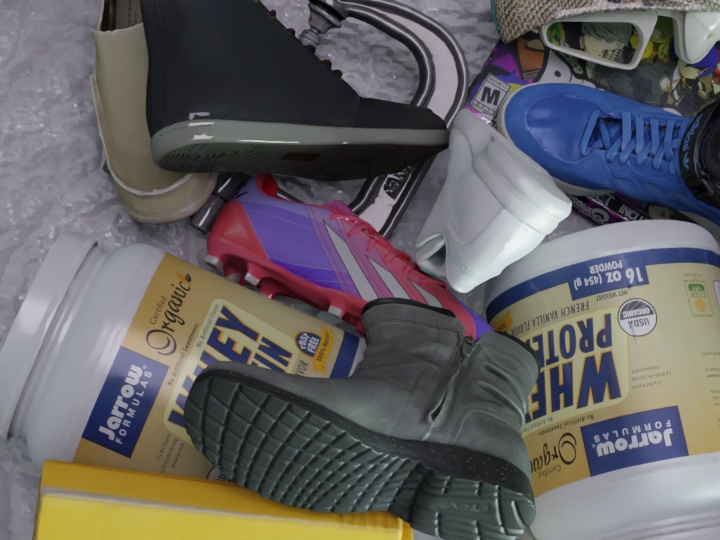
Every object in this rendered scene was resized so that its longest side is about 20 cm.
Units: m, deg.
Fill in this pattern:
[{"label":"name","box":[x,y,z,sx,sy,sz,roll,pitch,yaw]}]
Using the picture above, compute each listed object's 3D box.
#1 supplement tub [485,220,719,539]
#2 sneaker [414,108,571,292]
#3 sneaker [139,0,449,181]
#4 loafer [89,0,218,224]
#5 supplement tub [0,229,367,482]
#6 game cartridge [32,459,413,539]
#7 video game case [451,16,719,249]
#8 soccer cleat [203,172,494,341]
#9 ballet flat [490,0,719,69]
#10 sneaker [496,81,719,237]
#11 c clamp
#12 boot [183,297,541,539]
[{"label":"supplement tub","box":[0.159,0.085,1.171,0.144,0.144,0.200,-7,73,-13]},{"label":"sneaker","box":[0.064,-0.036,1.156,0.075,0.200,0.089,37,99,-5]},{"label":"sneaker","box":[-0.035,-0.115,1.183,0.200,0.075,0.106,1,74,-35]},{"label":"loafer","box":[-0.131,-0.122,1.212,0.076,0.068,0.200,-14,63,12]},{"label":"supplement tub","box":[-0.101,0.072,1.133,0.200,0.144,0.145,23,69,-3]},{"label":"game cartridge","box":[-0.082,0.176,1.091,0.200,0.176,0.032,7,44,-10]},{"label":"video game case","box":[0.183,-0.113,1.306,0.200,0.036,0.181,32,70,1]},{"label":"soccer cleat","box":[0.000,0.000,1.174,0.200,0.067,0.077,21,74,25]},{"label":"ballet flat","box":[0.181,-0.166,1.277,0.200,0.068,0.075,-2,93,-6]},{"label":"sneaker","box":[0.187,-0.078,1.218,0.200,0.111,0.077,23,72,-2]},{"label":"c clamp","box":[-0.034,-0.095,1.245,0.171,0.027,0.200,36,83,-1]},{"label":"boot","box":[0.003,0.065,1.057,0.200,0.068,0.131,20,40,-16]}]
